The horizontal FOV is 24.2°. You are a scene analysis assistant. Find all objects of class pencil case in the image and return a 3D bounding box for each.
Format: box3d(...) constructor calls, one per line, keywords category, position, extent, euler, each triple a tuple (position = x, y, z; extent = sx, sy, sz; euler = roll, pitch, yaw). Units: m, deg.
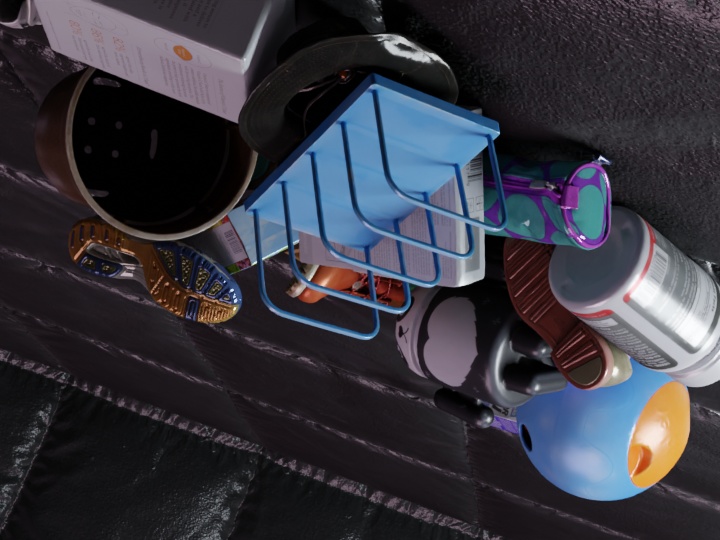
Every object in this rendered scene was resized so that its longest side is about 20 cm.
box3d(category="pencil case", position=(0.138, -0.073, 1.575), extent=(0.200, 0.085, 0.092), euler=(10, 163, 40))

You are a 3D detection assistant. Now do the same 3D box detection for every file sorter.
box3d(category="file sorter", position=(0.015, -0.047, 1.453), extent=(0.139, 0.123, 0.200), euler=(17, 138, -32))

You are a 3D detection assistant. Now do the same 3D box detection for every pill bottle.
box3d(category="pill bottle", position=(0.287, 0.030, 1.655), extent=(0.114, 0.114, 0.200), euler=(4, 155, 49))

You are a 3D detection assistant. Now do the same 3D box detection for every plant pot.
box3d(category="plant pot", position=(-0.233, -0.134, 1.710), extent=(0.200, 0.201, 0.198), euler=(30, 169, -25))

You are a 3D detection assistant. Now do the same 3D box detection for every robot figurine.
box3d(category="robot figurine", position=(0.130, 0.076, 1.811), extent=(0.200, 0.150, 0.125), euler=(19, 156, 39))

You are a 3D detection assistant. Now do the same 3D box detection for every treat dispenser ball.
box3d(category="treat dispenser ball", position=(0.279, 0.163, 1.935), extent=(0.201, 0.201, 0.201), euler=(21, 164, 6))

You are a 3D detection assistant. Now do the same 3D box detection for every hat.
box3d(category="hat", position=(-0.020, -0.166, 1.459), extent=(0.200, 0.081, 0.201), euler=(-14, 150, -9))

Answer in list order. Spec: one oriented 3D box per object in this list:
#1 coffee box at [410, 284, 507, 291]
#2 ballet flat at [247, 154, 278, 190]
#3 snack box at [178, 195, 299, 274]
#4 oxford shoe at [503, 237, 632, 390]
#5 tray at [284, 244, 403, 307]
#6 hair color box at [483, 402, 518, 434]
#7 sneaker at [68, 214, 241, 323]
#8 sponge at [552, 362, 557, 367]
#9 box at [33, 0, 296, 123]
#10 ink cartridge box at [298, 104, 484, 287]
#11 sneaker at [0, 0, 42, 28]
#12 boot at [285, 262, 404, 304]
box3d(category="coffee box", position=(0.109, 0.016, 1.971), extent=(0.123, 0.044, 0.200), euler=(7, 157, 44))
box3d(category="ballet flat", position=(-0.134, -0.119, 1.852), extent=(0.067, 0.068, 0.200), euler=(9, 177, -40))
box3d(category="snack box", position=(-0.103, -0.051, 1.799), extent=(0.200, 0.168, 0.068), euler=(-21, 96, 61))
box3d(category="oxford shoe", position=(0.212, 0.038, 1.730), extent=(0.074, 0.200, 0.071), euler=(5, 143, -48))
box3d(category="tray", position=(0.015, 0.003, 2.077), extent=(0.200, 0.037, 0.099), euler=(30, 163, -21))
box3d(category="hair color box", position=(0.235, 0.158, 2.145), extent=(0.200, 0.109, 0.065), euler=(15, 161, 23))
box3d(category="sneaker", position=(-0.202, -0.014, 1.753), extent=(0.200, 0.075, 0.088), euler=(26, -158, 14))
box3d(category="sponge", position=(0.235, 0.067, 1.846), extent=(0.030, 0.112, 0.200), euler=(32, 162, -24))
box3d(category="box", position=(-0.166, -0.228, 1.441), extent=(0.200, 0.107, 0.152), euler=(22, 164, 5))
box3d(category="ink cartridge box", position=(0.026, -0.077, 1.586), extent=(0.057, 0.163, 0.200), euler=(-14, -163, -43))
box3d(category="sneaker", position=(-0.309, -0.258, 1.554), extent=(0.075, 0.100, 0.200), euler=(16, 164, 14))
box3d(category="boot", position=(0.000, 0.000, 1.807), extent=(0.107, 0.200, 0.075), euler=(45, 126, 6))
